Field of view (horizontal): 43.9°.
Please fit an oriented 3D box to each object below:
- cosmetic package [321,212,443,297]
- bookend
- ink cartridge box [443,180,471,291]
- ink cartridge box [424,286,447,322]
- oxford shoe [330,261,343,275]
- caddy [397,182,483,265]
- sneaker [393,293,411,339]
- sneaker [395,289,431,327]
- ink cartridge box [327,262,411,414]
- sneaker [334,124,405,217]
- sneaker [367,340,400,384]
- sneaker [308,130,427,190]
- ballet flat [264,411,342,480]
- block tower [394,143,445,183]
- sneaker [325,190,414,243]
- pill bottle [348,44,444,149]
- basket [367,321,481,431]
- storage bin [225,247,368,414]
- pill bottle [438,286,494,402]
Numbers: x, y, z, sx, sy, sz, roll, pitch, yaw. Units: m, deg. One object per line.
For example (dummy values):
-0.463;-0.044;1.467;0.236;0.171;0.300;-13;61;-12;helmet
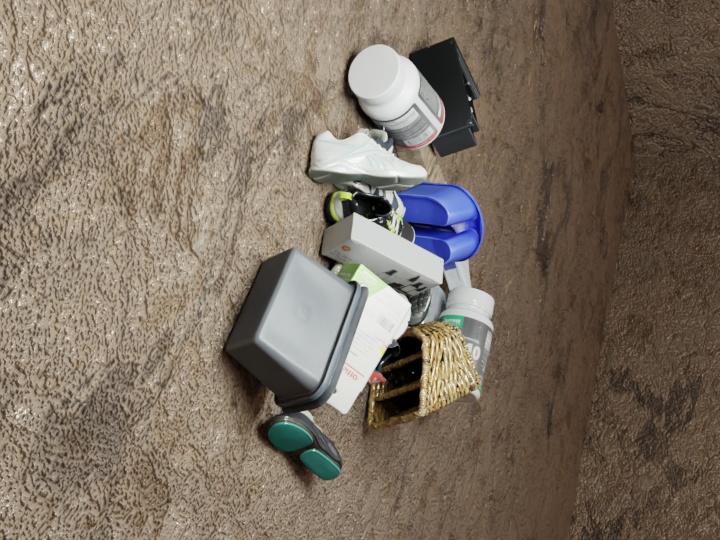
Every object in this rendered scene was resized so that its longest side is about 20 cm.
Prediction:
0.038;-0.021;1.458;0.198;0.082;0.052;25;56;-32;cosmetic package
0.183;-0.302;1.731;0.199;0.090;0.204;46;32;-58;bookend
0.189;-0.050;1.861;0.202;0.040;0.202;-86;158;-53;ink cartridge box
0.139;0.138;1.812;0.200;0.040;0.204;44;55;-58;ink cartridge box
0.000;0.000;1.511;0.199;0.057;0.076;-39;103;-47;oxford shoe
0.133;-0.084;1.630;0.104;0.197;0.145;-21;112;-42;caddy
0.004;0.089;1.465;0.199;0.075;0.093;-41;123;-28;sneaker
0.102;0.063;1.616;0.201;0.074;0.089;-94;162;-66;sneaker
-0.023;0.104;1.381;0.117;0.067;0.202;38;77;-23;ink cartridge box
0.033;-0.175;1.528;0.198;0.078;0.132;27;77;-51;sneaker
0.035;0.105;1.563;0.075;0.083;0.204;44;54;-57;sneaker
0.015;-0.176;1.408;0.196;0.070;0.082;7;73;-19;sneaker
-0.089;0.252;1.363;0.201;0.072;0.074;52;48;-45;ballet flat
0.120;-0.195;1.733;0.058;0.053;0.202;-66;146;-36;block tower
0.031;-0.079;1.467;0.198;0.082;0.073;20;67;-39;sneaker
0.062;-0.297;1.534;0.199;0.114;0.119;33;64;-60;pill bottle
0.087;0.178;1.563;0.147;0.199;0.145;-21;86;-31;basket
-0.099;0.076;1.254;0.134;0.144;0.203;40;54;-26;storage bin
0.198;0.144;1.743;0.113;0.111;0.204;49;50;-55;pill bottle
